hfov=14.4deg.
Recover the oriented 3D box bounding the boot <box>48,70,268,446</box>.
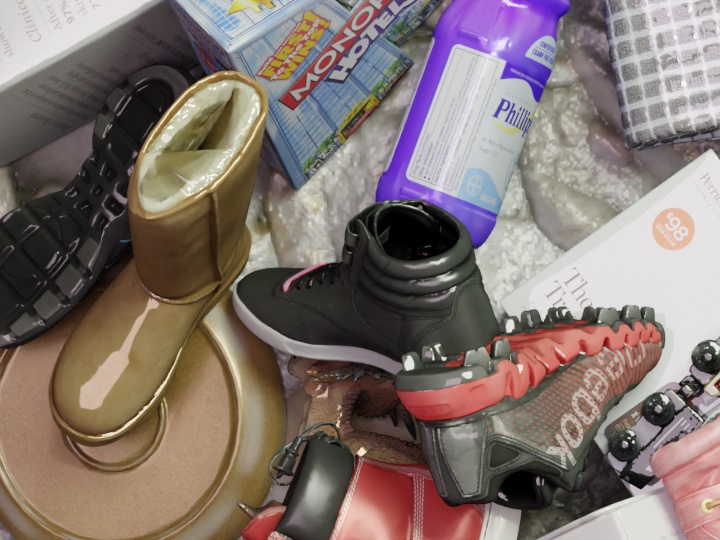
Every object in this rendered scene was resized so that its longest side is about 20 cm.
[{"bbox_3d":[-0.116,-0.005,1.572,0.066,0.200,0.175,30,71,6],"label":"boot"}]

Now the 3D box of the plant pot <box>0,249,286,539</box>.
[{"bbox_3d":[-0.144,0.087,1.689,0.199,0.027,0.201,-1,86,12],"label":"plant pot"}]

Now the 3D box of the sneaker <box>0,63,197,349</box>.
[{"bbox_3d":[-0.148,-0.028,1.665,0.200,0.079,0.075,-47,65,8],"label":"sneaker"}]

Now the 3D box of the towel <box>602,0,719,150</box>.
[{"bbox_3d":[0.231,-0.164,1.592,0.199,0.086,0.166,-12,85,11],"label":"towel"}]

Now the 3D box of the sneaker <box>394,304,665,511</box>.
[{"bbox_3d":[0.097,0.073,1.516,0.071,0.200,0.098,-5,98,40],"label":"sneaker"}]

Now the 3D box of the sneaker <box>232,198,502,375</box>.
[{"bbox_3d":[0.000,0.000,1.600,0.200,0.071,0.099,16,127,42],"label":"sneaker"}]

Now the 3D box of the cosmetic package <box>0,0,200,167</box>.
[{"bbox_3d":[-0.192,-0.178,1.642,0.200,0.166,0.168,-27,82,9],"label":"cosmetic package"}]

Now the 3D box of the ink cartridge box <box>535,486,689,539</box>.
[{"bbox_3d":[0.156,0.231,1.556,0.144,0.084,0.200,-31,79,45],"label":"ink cartridge box"}]

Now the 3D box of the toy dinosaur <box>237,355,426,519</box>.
[{"bbox_3d":[0.021,0.124,1.627,0.200,0.086,0.136,40,83,4],"label":"toy dinosaur"}]

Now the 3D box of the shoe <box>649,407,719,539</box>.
[{"bbox_3d":[0.254,0.089,1.518,0.200,0.071,0.091,-29,84,-11],"label":"shoe"}]

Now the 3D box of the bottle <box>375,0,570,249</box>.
[{"bbox_3d":[0.072,-0.114,1.625,0.065,0.084,0.201,21,91,22],"label":"bottle"}]

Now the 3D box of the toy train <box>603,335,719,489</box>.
[{"bbox_3d":[0.213,0.044,1.561,0.046,0.034,0.200,44,95,7],"label":"toy train"}]

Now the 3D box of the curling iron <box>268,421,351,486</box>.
[{"bbox_3d":[-0.020,0.183,1.559,0.049,0.026,0.201,-2,82,-22],"label":"curling iron"}]

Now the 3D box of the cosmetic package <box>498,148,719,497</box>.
[{"bbox_3d":[0.196,0.056,1.607,0.151,0.052,0.200,-36,80,5],"label":"cosmetic package"}]

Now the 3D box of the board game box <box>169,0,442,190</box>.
[{"bbox_3d":[-0.021,-0.154,1.585,0.062,0.200,0.200,45,97,20],"label":"board game box"}]

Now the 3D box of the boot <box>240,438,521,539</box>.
[{"bbox_3d":[-0.002,0.196,1.518,0.144,0.072,0.201,12,79,-10],"label":"boot"}]
